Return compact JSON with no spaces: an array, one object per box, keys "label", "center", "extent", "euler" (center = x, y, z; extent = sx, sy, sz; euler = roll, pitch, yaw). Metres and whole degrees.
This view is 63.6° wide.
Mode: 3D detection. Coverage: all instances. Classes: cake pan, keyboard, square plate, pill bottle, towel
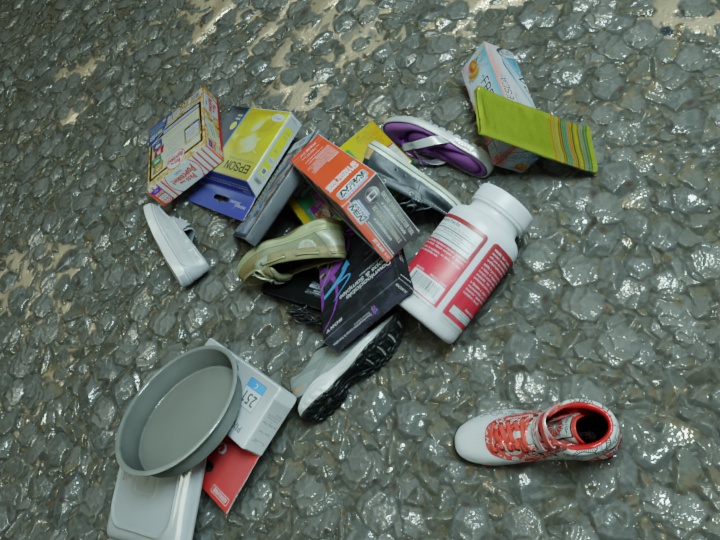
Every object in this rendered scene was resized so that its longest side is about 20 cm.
[{"label":"cake pan","center":[-0.244,0.194,0.797],"extent":[0.198,0.037,0.202],"euler":[-21,37,17]},{"label":"keyboard","center":[-0.068,0.048,0.905],"extent":[0.197,0.040,0.104],"euler":[15,49,28]},{"label":"square plate","center":[-0.297,0.296,0.836],"extent":[0.196,0.028,0.204],"euler":[-7,68,37]},{"label":"pill bottle","center":[0.138,-0.012,0.785],"extent":[0.112,0.112,0.201],"euler":[38,89,31]},{"label":"towel","center":[0.248,-0.196,0.815],"extent":[0.197,0.018,0.087],"euler":[13,56,-20]}]

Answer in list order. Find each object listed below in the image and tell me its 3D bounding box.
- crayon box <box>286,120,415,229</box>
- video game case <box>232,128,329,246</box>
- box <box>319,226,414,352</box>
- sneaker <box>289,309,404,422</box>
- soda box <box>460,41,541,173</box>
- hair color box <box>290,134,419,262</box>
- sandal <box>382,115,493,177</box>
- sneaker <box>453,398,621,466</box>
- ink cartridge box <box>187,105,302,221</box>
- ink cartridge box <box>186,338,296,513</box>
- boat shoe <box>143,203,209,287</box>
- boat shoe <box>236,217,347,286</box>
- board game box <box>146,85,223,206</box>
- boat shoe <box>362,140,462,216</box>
[{"label":"crayon box","center":[-0.016,-0.135,0.947],"extent":[0.199,0.058,0.119],"euler":[-39,58,1]},{"label":"video game case","center":[-0.135,-0.131,0.942],"extent":[0.202,0.025,0.180],"euler":[-57,18,-6]},{"label":"box","center":[0.000,0.000,0.823],"extent":[0.143,0.036,0.201],"euler":[-42,32,22]},{"label":"sneaker","center":[-0.022,0.121,0.823],"extent":[0.199,0.074,0.080],"euler":[-41,53,0]},{"label":"soda box","center":[0.219,-0.251,0.890],"extent":[0.064,0.067,0.203],"euler":[-45,47,47]},{"label":"hair color box","center":[-0.013,-0.104,0.794],"extent":[0.064,0.111,0.200],"euler":[-43,35,-2]},{"label":"sandal","center":[0.110,-0.188,0.907],"extent":[0.201,0.083,0.050],"euler":[26,73,29]},{"label":"sneaker","center":[0.198,0.188,0.679],"extent":[0.198,0.108,0.068],"euler":[-6,64,19]},{"label":"ink cartridge box","center":[-0.223,-0.203,1.049],"extent":[0.196,0.047,0.202],"euler":[20,73,42]},{"label":"ink cartridge box","center":[-0.206,0.214,0.841],"extent":[0.198,0.045,0.178],"euler":[20,74,44]},{"label":"boat shoe","center":[-0.328,-0.058,1.036],"extent":[0.068,0.073,0.200],"euler":[-27,49,-17]},{"label":"boat shoe","center":[-0.107,-0.013,0.876],"extent":[0.198,0.073,0.064],"euler":[-23,67,24]},{"label":"board game box","center":[-0.333,-0.238,1.096],"extent":[0.150,0.046,0.202],"euler":[-32,46,17]},{"label":"boat shoe","center":[0.082,-0.113,0.863],"extent":[0.199,0.075,0.063],"euler":[35,96,-1]}]
